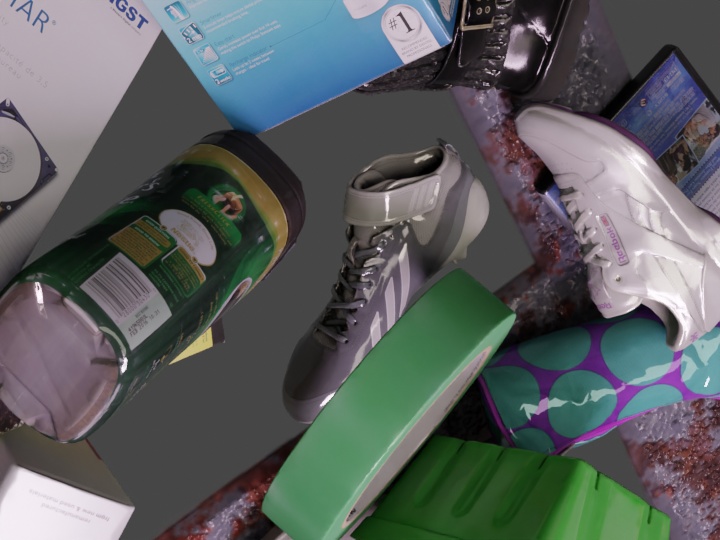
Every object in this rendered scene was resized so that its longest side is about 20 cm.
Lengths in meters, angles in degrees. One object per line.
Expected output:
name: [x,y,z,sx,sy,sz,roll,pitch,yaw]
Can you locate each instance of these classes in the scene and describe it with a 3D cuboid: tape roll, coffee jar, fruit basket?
tape roll: [0.019,0.090,1.039,0.048,0.200,0.201,39,87,10]
coffee jar: [-0.113,0.002,0.898,0.085,0.104,0.200,45,40,1]
fruit basket: [0.077,0.217,1.051,0.155,0.215,0.217,33,91,-29]

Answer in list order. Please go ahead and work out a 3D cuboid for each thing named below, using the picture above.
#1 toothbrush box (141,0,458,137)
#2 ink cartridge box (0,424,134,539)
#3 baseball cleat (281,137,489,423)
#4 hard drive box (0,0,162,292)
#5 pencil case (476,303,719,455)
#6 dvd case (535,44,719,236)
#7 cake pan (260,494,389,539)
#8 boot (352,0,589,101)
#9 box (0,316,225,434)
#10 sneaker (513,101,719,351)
toothbrush box: [-0.054,-0.195,0.908,0.145,0.086,0.201,-23,121,24]
ink cartridge box: [-0.233,0.186,0.975,0.082,0.146,0.201,25,95,-31]
baseball cleat: [0.000,0.000,1.064,0.201,0.069,0.107,-53,134,-13]
hard drive box: [-0.219,-0.106,0.884,0.156,0.076,0.201,40,62,-30]
pencil case: [0.179,0.077,1.152,0.198,0.085,0.093,-19,71,-9]
dvd case: [0.231,-0.045,1.189,0.143,0.018,0.200,-47,118,-5]
cake pan: [-0.010,0.246,1.160,0.198,0.037,0.202,-8,109,-22]
boot: [0.072,-0.207,1.027,0.156,0.079,0.213,4,105,-26]
box: [-0.170,0.035,0.970,0.199,0.050,0.076,-24,118,-42]
sneaker: [0.172,-0.030,1.095,0.200,0.075,0.100,41,85,-4]
